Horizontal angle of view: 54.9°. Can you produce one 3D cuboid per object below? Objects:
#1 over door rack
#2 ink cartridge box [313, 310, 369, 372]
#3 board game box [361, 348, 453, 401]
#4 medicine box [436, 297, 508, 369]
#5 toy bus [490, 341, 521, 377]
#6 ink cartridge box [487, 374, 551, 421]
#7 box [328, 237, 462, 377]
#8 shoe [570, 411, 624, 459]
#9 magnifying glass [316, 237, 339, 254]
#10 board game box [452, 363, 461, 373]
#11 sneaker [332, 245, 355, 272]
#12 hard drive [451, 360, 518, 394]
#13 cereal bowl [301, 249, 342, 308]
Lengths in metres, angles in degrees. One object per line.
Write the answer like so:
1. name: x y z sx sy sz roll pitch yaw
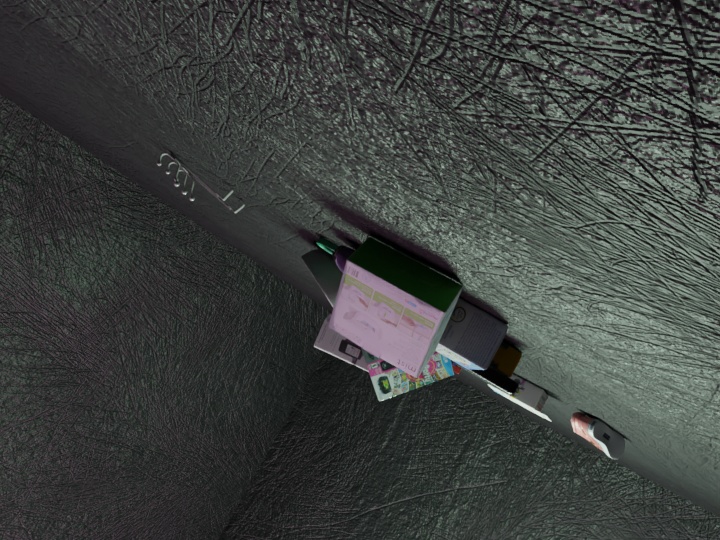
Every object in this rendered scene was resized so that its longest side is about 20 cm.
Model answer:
1. over door rack: -0.397 -0.204 1.711 0.199 0.067 0.148 30 174 6
2. ink cartridge box: -0.006 0.190 1.817 0.199 0.084 0.145 24 -171 4
3. board game box: 0.116 0.220 1.686 0.064 0.199 0.148 -112 4 -49
4. medicine box: 0.179 0.114 1.438 0.199 0.103 0.182 29 173 3
5. toy bus: 0.274 0.171 1.605 0.199 0.065 0.078 31 175 -9
6. ink cartridge box: 0.496 0.373 2.098 0.200 0.068 0.115 27 172 28
7. box: 0.059 0.070 1.275 0.199 0.097 0.177 28 131 15
8. shoe: 0.702 0.484 2.053 0.200 0.072 0.091 41 169 -33
9. magnifying glass: -0.016 -0.019 1.634 0.199 0.022 0.080 31 173 -9
10. board game box: 0.196 0.182 1.846 0.199 0.103 0.019 28 -166 14
11. sneaker: 0.000 0.000 1.516 0.088 0.076 0.200 41 174 27
12. hard drive: 0.284 0.236 1.623 0.139 0.033 0.200 30 177 3
13. cereal bowl: -0.067 0.026 1.773 0.200 0.083 0.200 56 176 6
